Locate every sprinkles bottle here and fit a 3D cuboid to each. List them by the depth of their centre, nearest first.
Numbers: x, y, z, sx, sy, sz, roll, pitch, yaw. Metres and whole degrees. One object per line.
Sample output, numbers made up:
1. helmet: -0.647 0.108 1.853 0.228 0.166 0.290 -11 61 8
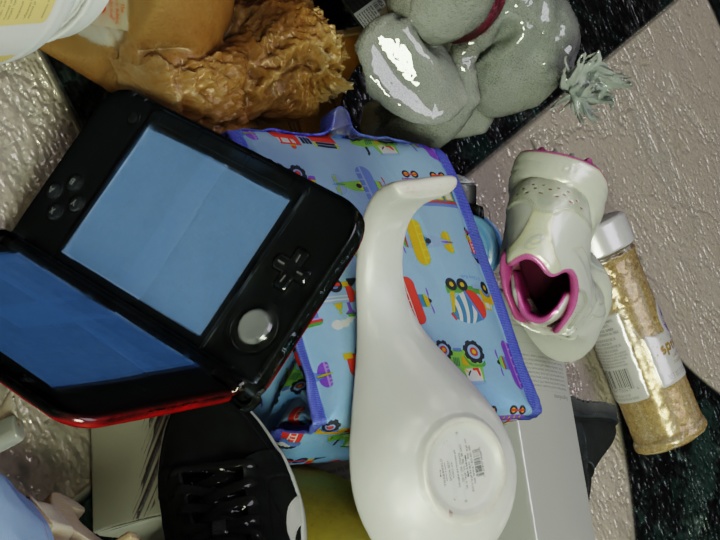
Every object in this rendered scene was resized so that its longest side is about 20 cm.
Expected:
1. sprinkles bottle: 0.228 0.053 1.400 0.068 0.068 0.201 -29 98 -54

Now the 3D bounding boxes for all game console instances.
1. game console: -0.130 -0.016 0.835 0.173 0.199 0.119 -57 146 -8

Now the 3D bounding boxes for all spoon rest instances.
1. spoon rest: 0.032 0.055 0.846 0.099 0.060 0.202 -7 90 -32

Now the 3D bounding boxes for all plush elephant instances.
1. plush elephant: 0.053 -0.160 1.003 0.155 0.200 0.165 36 83 -38

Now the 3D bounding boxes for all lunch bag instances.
1. lunch bag: 0.000 0.000 0.934 0.150 0.094 0.202 1 71 -33

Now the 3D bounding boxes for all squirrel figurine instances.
1. squirrel figurine: -0.095 -0.170 1.004 0.201 0.141 0.186 59 37 -4

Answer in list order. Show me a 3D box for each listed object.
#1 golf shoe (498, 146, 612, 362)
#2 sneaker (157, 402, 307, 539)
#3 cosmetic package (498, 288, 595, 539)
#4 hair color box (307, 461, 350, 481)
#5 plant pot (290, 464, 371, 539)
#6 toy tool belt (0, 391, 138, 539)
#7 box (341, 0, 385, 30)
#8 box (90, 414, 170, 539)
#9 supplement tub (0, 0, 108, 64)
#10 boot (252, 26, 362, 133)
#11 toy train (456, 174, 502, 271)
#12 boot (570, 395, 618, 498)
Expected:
1. golf shoe: 0.117 0.011 1.056 0.201 0.075 0.092 74 31 -53
2. sneaker: -0.060 0.130 0.784 0.112 0.072 0.201 86 -8 -61
3. cosmetic package: 0.091 0.125 1.155 0.085 0.107 0.202 13 62 -51
4. hair color box: -0.006 0.118 1.026 0.064 0.110 0.201 -32 100 -53
5. plant pot: -0.002 0.209 0.888 0.199 0.141 0.202 -3 93 -51
6. toy tool belt: -0.166 0.157 0.796 0.123 0.124 0.201 47 20 -49
7. box: -0.022 -0.258 1.172 0.200 0.047 0.194 51 16 -24
8. box: -0.109 0.052 0.957 0.082 0.068 0.202 16 61 -49
9. supplement tub: -0.231 -0.173 0.838 0.199 0.145 0.147 -18 88 -55
10. boot: -0.039 -0.081 1.123 0.201 0.070 0.145 -30 105 -51
11. toy train: 0.035 0.038 1.081 0.087 0.113 0.202 -9 100 -82
12. boot: 0.162 0.202 1.244 0.165 0.065 0.202 16 65 -62
